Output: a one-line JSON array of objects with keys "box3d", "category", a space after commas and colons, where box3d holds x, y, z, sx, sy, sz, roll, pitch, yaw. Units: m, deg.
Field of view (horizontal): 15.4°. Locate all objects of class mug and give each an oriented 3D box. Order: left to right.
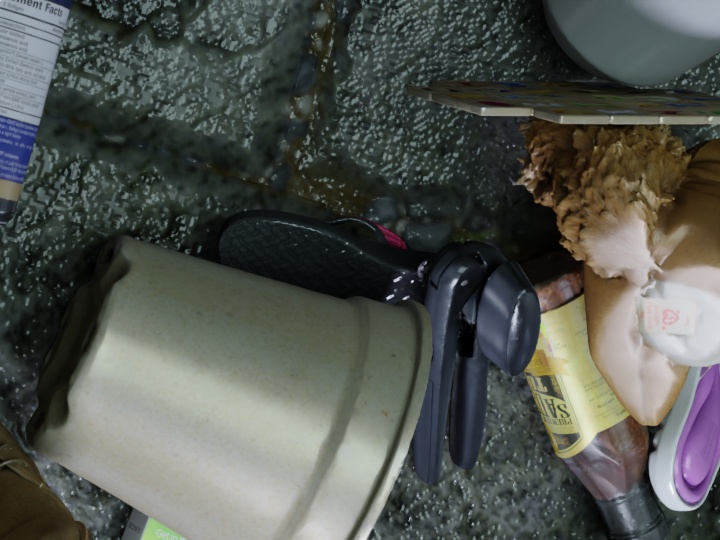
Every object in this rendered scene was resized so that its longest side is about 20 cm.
[{"box3d": [0.203, -0.188, 1.635, 0.186, 0.153, 0.150, 5, 58, -35], "category": "mug"}]

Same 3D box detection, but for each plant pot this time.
[{"box3d": [-0.085, 0.075, 1.535, 0.183, 0.200, 0.201, 24, 87, -15], "category": "plant pot"}]

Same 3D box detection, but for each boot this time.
[{"box3d": [-0.200, 0.130, 1.473, 0.073, 0.200, 0.076, -28, 107, -9], "category": "boot"}]

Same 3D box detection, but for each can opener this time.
[{"box3d": [0.057, 0.060, 1.622, 0.063, 0.079, 0.201, -9, 139, -21], "category": "can opener"}]

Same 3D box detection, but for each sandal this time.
[{"box3d": [0.000, 0.000, 1.628, 0.199, 0.045, 0.075, 13, 129, -25], "category": "sandal"}, {"box3d": [0.245, 0.065, 1.731, 0.082, 0.050, 0.203, 39, 65, -47], "category": "sandal"}]

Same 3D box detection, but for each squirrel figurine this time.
[{"box3d": [0.192, -0.037, 1.636, 0.200, 0.141, 0.187, 45, 33, -17], "category": "squirrel figurine"}]

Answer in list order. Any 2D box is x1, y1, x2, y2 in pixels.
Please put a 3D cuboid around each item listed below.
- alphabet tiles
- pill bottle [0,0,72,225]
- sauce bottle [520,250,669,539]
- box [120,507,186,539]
[{"box3d": [0.138, -0.103, 1.614, 0.199, 0.166, 0.006, -1, 102, -25], "category": "alphabet tiles"}, {"box3d": [-0.220, -0.134, 1.473, 0.111, 0.112, 0.201, 15, 91, -26], "category": "pill bottle"}, {"box3d": [0.147, 0.088, 1.702, 0.066, 0.066, 0.201, -27, 106, -19], "category": "sauce bottle"}, {"box3d": [-0.107, 0.258, 1.625, 0.144, 0.036, 0.201, 22, 89, -26], "category": "box"}]
